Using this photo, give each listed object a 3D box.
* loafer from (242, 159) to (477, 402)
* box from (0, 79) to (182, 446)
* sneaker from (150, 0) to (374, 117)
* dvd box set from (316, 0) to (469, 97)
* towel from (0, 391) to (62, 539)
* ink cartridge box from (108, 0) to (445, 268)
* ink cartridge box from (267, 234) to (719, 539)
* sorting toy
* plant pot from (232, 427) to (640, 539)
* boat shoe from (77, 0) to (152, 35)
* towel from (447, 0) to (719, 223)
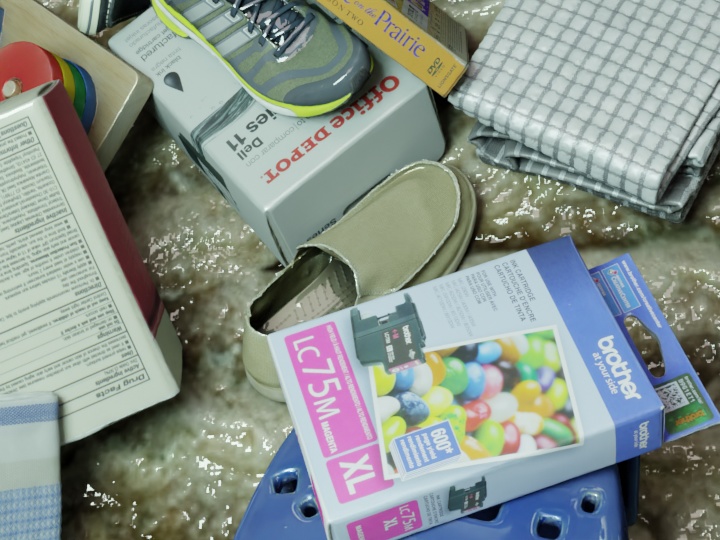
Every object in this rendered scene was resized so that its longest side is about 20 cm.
[{"bbox_3d":[0.000,0.000,0.952,0.075,0.068,0.200,36,75,26],"label":"loafer"},{"bbox_3d":[-0.207,0.000,0.917,0.127,0.109,0.201,-22,104,0],"label":"box"},{"bbox_3d":[-0.075,-0.168,0.954,0.199,0.081,0.074,33,74,27],"label":"sneaker"},{"bbox_3d":[-0.015,-0.198,0.973,0.199,0.146,0.029,36,106,-9],"label":"dvd box set"},{"bbox_3d":[-0.236,0.170,0.838,0.024,0.146,0.202,7,98,46],"label":"towel"},{"bbox_3d":[-0.057,-0.122,1.021,0.146,0.083,0.200,-39,61,-9],"label":"ink cartridge box"},{"bbox_3d":[0.063,0.053,0.722,0.198,0.042,0.120,-17,49,-6],"label":"ink cartridge box"},{"bbox_3d":[-0.274,-0.099,1.022,0.199,0.069,0.200,35,95,31],"label":"sorting toy"},{"bbox_3d":[0.056,0.142,0.797,0.198,0.201,0.181,6,57,16],"label":"plant pot"},{"bbox_3d":[-0.152,-0.223,1.068,0.062,0.075,0.200,18,32,4],"label":"boat shoe"},{"bbox_3d":[0.176,-0.136,0.978,0.165,0.086,0.201,24,69,21],"label":"towel"}]
